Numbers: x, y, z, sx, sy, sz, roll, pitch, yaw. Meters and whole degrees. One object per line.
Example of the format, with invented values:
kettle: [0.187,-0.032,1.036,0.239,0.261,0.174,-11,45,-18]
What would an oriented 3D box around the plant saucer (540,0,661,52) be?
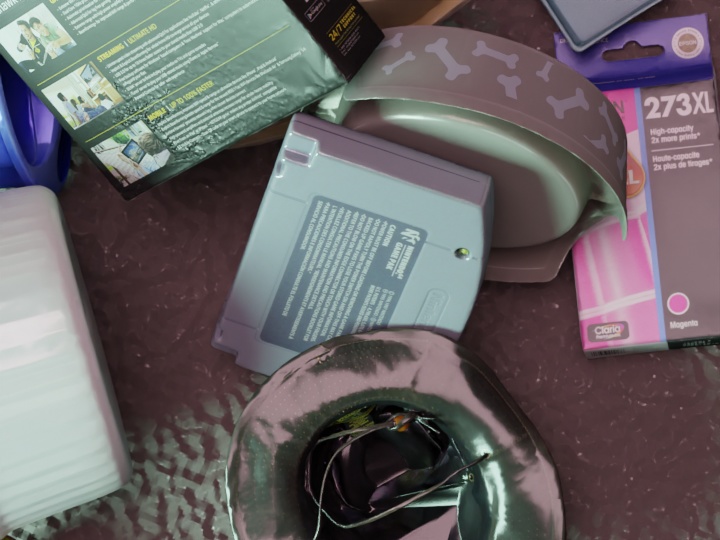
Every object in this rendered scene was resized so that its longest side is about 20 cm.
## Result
plant saucer: [0.106,-0.225,1.706,0.070,0.019,0.200,-32,75,1]

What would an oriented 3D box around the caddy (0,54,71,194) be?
caddy: [-0.219,-0.137,1.679,0.105,0.141,0.201,-10,80,11]

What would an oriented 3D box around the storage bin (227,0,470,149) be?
storage bin: [-0.061,-0.197,1.647,0.198,0.094,0.200,-35,74,46]

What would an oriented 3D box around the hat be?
hat: [0.020,0.132,1.628,0.200,0.081,0.201,0,88,2]

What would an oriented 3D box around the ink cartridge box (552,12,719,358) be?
ink cartridge box: [0.167,-0.052,1.667,0.094,0.037,0.201,-7,78,7]

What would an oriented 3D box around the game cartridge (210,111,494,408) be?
game cartridge: [0.000,0.000,1.601,0.133,0.200,0.041,22,49,-2]

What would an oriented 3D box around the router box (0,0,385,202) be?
router box: [-0.105,-0.136,1.556,0.149,0.200,0.051,50,46,-15]

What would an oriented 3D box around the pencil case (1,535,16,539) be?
pencil case: [-0.156,0.233,1.637,0.200,0.088,0.089,30,86,11]

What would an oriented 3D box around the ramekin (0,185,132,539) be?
ramekin: [-0.198,0.048,1.620,0.097,0.200,0.201,-16,79,-3]

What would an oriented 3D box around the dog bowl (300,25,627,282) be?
dog bowl: [0.058,-0.066,1.592,0.200,0.200,0.059,13,64,10]
